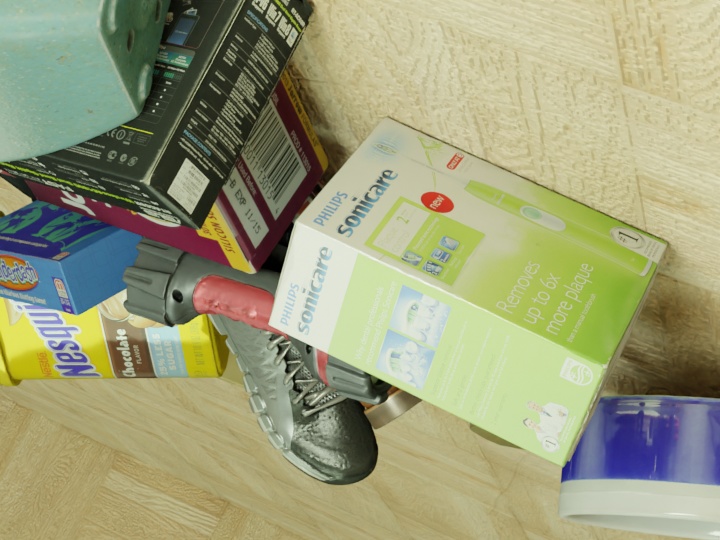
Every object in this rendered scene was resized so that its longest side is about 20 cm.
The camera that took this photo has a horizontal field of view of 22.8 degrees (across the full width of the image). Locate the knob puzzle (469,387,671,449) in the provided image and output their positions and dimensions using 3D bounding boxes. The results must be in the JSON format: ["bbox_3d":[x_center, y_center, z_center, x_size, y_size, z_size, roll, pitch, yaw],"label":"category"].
[{"bbox_3d":[0.180,0.111,1.364,0.218,0.031,0.220,0,165,0],"label":"knob puzzle"}]

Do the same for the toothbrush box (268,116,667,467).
[{"bbox_3d":[0.067,0.008,1.085,0.199,0.146,0.086,24,127,11],"label":"toothbrush box"}]

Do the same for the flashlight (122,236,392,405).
[{"bbox_3d":[-0.065,0.031,1.172,0.199,0.068,0.068,14,-162,25],"label":"flashlight"}]

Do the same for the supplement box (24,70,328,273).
[{"bbox_3d":[-0.141,-0.097,1.176,0.199,0.103,0.131,18,152,32],"label":"supplement box"}]

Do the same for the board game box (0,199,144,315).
[{"bbox_3d":[-0.173,-0.037,1.304,0.152,0.200,0.045,8,121,49],"label":"board game box"}]

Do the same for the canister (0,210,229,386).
[{"bbox_3d":[-0.210,0.022,1.425,0.199,0.087,0.149,-1,129,6],"label":"canister"}]

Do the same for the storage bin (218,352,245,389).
[{"bbox_3d":[-0.103,0.036,1.605,0.198,0.094,0.200,18,162,35],"label":"storage bin"}]

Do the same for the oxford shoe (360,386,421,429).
[{"bbox_3d":[0.028,0.054,1.308,0.071,0.071,0.200,55,-169,-1],"label":"oxford shoe"}]

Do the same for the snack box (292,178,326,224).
[{"bbox_3d":[0.000,0.000,1.232,0.200,0.024,0.072,53,-168,25],"label":"snack box"}]

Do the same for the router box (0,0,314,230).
[{"bbox_3d":[-0.144,-0.120,1.051,0.199,0.151,0.062,17,164,37],"label":"router box"}]

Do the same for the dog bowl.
[{"bbox_3d":[0.237,0.138,1.213,0.199,0.079,0.200,6,169,1],"label":"dog bowl"}]

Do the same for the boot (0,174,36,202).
[{"bbox_3d":[-0.274,-0.050,1.494,0.199,0.077,0.169,22,125,3],"label":"boot"}]

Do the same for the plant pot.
[{"bbox_3d":[-0.205,-0.169,0.947,0.199,0.198,0.196,9,162,8],"label":"plant pot"}]

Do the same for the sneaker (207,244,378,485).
[{"bbox_3d":[-0.048,0.057,1.266,0.200,0.075,0.116,55,158,10],"label":"sneaker"}]

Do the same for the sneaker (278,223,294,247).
[{"bbox_3d":[0.009,0.013,1.369,0.099,0.070,0.200,10,162,34],"label":"sneaker"}]
